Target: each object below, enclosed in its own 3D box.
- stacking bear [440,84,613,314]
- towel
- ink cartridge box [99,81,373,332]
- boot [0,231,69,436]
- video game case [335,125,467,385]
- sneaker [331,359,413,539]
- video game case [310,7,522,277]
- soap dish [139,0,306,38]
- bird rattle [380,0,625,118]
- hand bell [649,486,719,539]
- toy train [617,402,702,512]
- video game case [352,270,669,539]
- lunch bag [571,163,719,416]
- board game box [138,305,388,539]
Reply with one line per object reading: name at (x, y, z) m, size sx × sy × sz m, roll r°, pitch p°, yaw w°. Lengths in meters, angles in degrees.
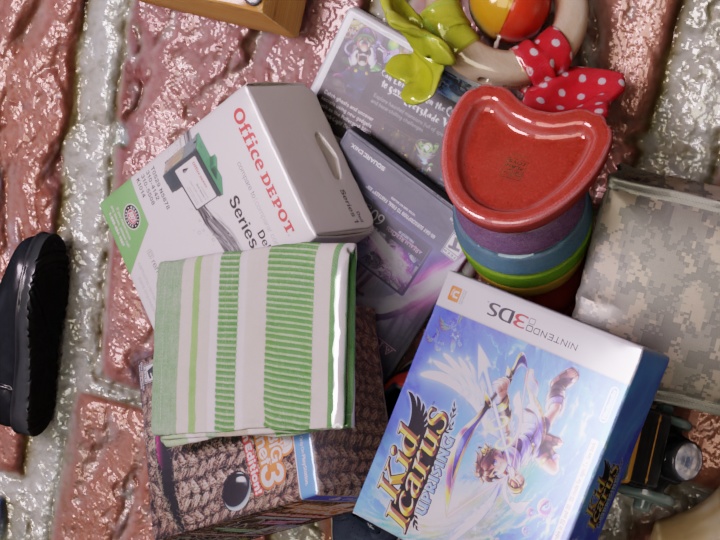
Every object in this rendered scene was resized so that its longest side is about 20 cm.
stacking bear at (0.129, -0.031, 1.165) m, size 0.121 × 0.200 × 0.114 m, roll 18°, pitch 67°, yaw 22°
towel at (-0.085, 0.058, 1.183) m, size 0.199 × 0.023 × 0.153 m, roll -8°, pitch 76°, yaw 37°
ink cartridge box at (-0.106, -0.047, 1.268) m, size 0.200 × 0.084 × 0.147 m, roll -35°, pitch 75°, yaw 34°
boot at (-0.364, 0.048, 1.410) m, size 0.167 × 0.076 × 0.201 m, roll 13°, pitch 108°, yaw 14°
video game case at (0.000, 0.000, 1.280) m, size 0.143 × 0.019 × 0.200 m, roll 37°, pitch 115°, yaw 11°
sneaker at (0.016, 0.169, 1.284) m, size 0.075 × 0.084 × 0.201 m, roll 24°, pitch 105°, yaw 15°
video game case at (0.037, -0.094, 1.273) m, size 0.199 × 0.023 × 0.182 m, roll 32°, pitch 107°, yaw 14°
soap dish at (-0.108, -0.309, 1.263) m, size 0.157 × 0.081 × 0.201 m, roll 16°, pitch 102°, yaw 17°
bird rattle at (0.116, -0.189, 1.181) m, size 0.199 × 0.113 × 0.164 m, roll 16°, pitch 76°, yaw 11°
hand bell at (0.206, 0.232, 1.190) m, size 0.199 × 0.104 × 0.105 m, roll -13°, pitch 93°, yaw 12°
toy train at (0.168, 0.128, 1.173) m, size 0.200 × 0.114 × 0.086 m, roll 6°, pitch 77°, yaw 57°
video game case at (0.104, 0.122, 1.096) m, size 0.181 × 0.045 × 0.201 m, roll 22°, pitch 91°, yaw 41°
lunch bag at (0.269, 0.020, 1.150) m, size 0.199 × 0.118 × 0.165 m, roll 15°, pitch 102°, yaw 13°
board game box at (-0.080, 0.129, 1.253) m, size 0.199 × 0.097 × 0.160 m, roll -23°, pitch 68°, yaw 39°
